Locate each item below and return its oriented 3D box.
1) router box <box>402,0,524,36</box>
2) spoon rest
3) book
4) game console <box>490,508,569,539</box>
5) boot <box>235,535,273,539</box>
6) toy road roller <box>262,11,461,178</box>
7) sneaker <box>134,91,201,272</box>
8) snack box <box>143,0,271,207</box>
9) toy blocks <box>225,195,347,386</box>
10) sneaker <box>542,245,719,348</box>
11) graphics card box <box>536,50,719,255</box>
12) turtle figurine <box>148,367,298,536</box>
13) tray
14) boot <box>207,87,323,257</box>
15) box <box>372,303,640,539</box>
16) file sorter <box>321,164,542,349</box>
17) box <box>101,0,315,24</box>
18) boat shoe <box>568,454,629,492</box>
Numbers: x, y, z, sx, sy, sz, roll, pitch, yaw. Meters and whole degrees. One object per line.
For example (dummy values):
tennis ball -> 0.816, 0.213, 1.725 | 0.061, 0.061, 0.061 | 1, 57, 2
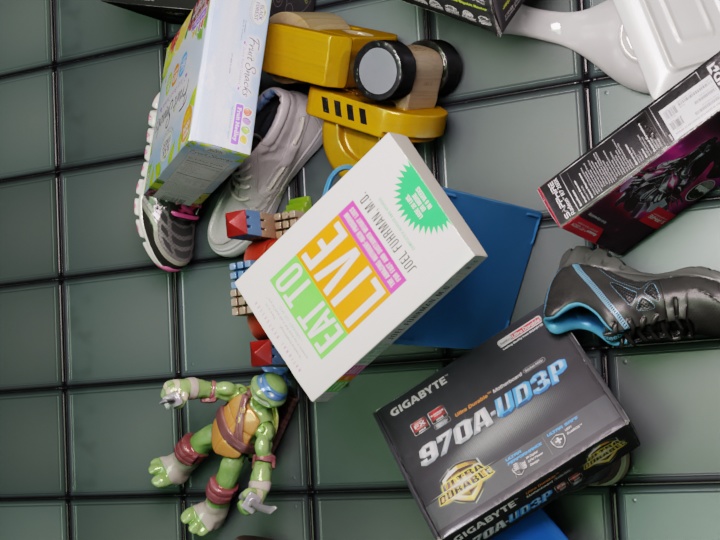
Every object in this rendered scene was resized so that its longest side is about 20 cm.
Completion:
router box -> 0.114, -0.330, 1.376 | 0.149, 0.062, 0.201 | 24, 70, 28
spoon rest -> 0.225, -0.223, 1.365 | 0.198, 0.061, 0.100 | 13, 95, 17
book -> 0.000, 0.000, 1.257 | 0.200, 0.048, 0.134 | -44, 66, 23
game console -> 0.135, 0.324, 1.363 | 0.170, 0.118, 0.200 | -40, 88, -10
boot -> -0.065, 0.354, 1.490 | 0.198, 0.070, 0.148 | 7, 97, 32
toy road roller -> -0.008, -0.168, 1.457 | 0.199, 0.123, 0.147 | 20, 108, 29
sneaker -> -0.185, -0.100, 1.579 | 0.087, 0.073, 0.202 | 0, 82, 36
snack box -> -0.152, -0.170, 1.449 | 0.200, 0.067, 0.170 | 149, 131, -68
toy blocks -> -0.077, 0.019, 1.472 | 0.099, 0.136, 0.202 | -9, 83, 29
sneaker -> 0.256, 0.040, 1.296 | 0.198, 0.074, 0.082 | 10, 52, 34
graphics card box -> 0.267, -0.097, 1.282 | 0.200, 0.125, 0.051 | -38, 60, 22
turtle figurine -> -0.158, 0.187, 1.489 | 0.143, 0.201, 0.194 | 28, 129, -9
tray -> 0.276, -0.255, 1.313 | 0.106, 0.022, 0.202 | -17, 75, -9
boot -> -0.118, -0.105, 1.525 | 0.074, 0.095, 0.201 | 43, 107, 31
box -> 0.129, 0.142, 1.329 | 0.199, 0.046, 0.160 | -32, 48, 4
file sorter -> 0.056, -0.014, 1.362 | 0.122, 0.199, 0.140 | 21, 97, 33
box -> -0.152, -0.336, 1.548 | 0.198, 0.124, 0.150 | 10, 92, 32
boat shoe -> 0.148, 0.176, 1.370 | 0.198, 0.065, 0.073 | -4, 85, 30
